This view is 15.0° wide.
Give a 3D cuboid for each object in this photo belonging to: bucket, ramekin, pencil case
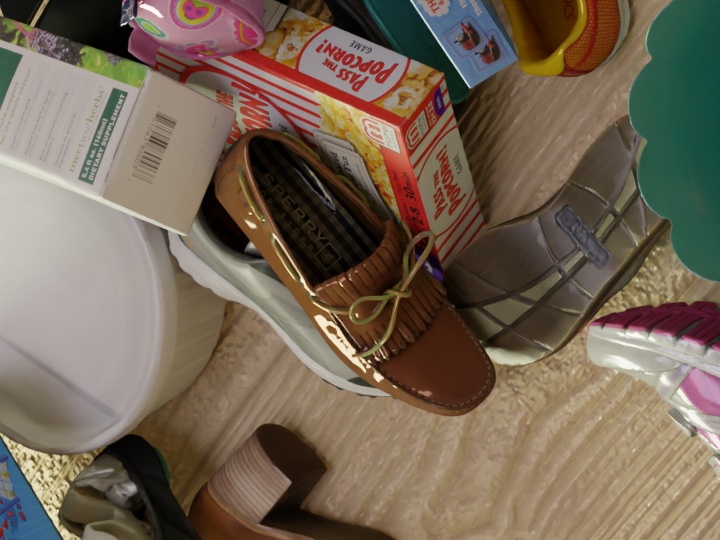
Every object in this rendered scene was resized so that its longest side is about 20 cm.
[{"bbox_3d":[0.253,-0.081,1.371,0.206,0.135,0.209,10,107,34],"label":"bucket"},{"bbox_3d":[-0.174,0.009,1.722,0.201,0.094,0.204,9,105,33],"label":"ramekin"},{"bbox_3d":[-0.083,-0.213,1.516,0.087,0.087,0.201,-9,63,36],"label":"pencil case"}]

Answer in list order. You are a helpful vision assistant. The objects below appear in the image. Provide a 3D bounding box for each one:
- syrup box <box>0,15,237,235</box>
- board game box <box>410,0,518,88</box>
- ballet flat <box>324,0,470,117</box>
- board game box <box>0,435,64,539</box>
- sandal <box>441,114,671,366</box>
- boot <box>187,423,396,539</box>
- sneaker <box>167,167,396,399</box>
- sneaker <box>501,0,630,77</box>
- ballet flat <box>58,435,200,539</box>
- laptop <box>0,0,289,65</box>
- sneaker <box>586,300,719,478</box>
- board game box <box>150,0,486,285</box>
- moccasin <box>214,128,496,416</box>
[{"bbox_3d":[-0.174,-0.091,1.587,0.199,0.081,0.079,22,88,41],"label":"syrup box"},{"bbox_3d":[0.009,-0.209,1.459,0.036,0.151,0.200,-33,116,8],"label":"board game box"},{"bbox_3d":[-0.008,-0.166,1.582,0.068,0.068,0.201,-31,82,48],"label":"ballet flat"},{"bbox_3d":[-0.231,0.167,1.731,0.196,0.056,0.200,60,167,-6],"label":"board game box"},{"bbox_3d":[0.124,-0.016,1.528,0.200,0.054,0.080,-46,73,33],"label":"sandal"},{"bbox_3d":[-0.046,0.214,1.688,0.200,0.077,0.156,47,121,20],"label":"boot"},{"bbox_3d":[-0.029,0.008,1.601,0.199,0.074,0.079,31,162,8],"label":"sneaker"},{"bbox_3d":[0.092,-0.204,1.494,0.073,0.077,0.201,-22,86,38],"label":"sneaker"},{"bbox_3d":[-0.143,0.154,1.688,0.200,0.068,0.068,46,119,57],"label":"ballet flat"},{"bbox_3d":[-0.138,-0.205,1.698,0.199,0.103,0.178,33,122,-4],"label":"laptop"},{"bbox_3d":[0.206,0.078,1.476,0.199,0.081,0.089,23,112,30],"label":"sneaker"},{"bbox_3d":[-0.029,-0.087,1.576,0.199,0.046,0.152,25,154,29],"label":"board game box"},{"bbox_3d":[0.001,-0.001,1.533,0.202,0.074,0.078,53,165,1],"label":"moccasin"}]
